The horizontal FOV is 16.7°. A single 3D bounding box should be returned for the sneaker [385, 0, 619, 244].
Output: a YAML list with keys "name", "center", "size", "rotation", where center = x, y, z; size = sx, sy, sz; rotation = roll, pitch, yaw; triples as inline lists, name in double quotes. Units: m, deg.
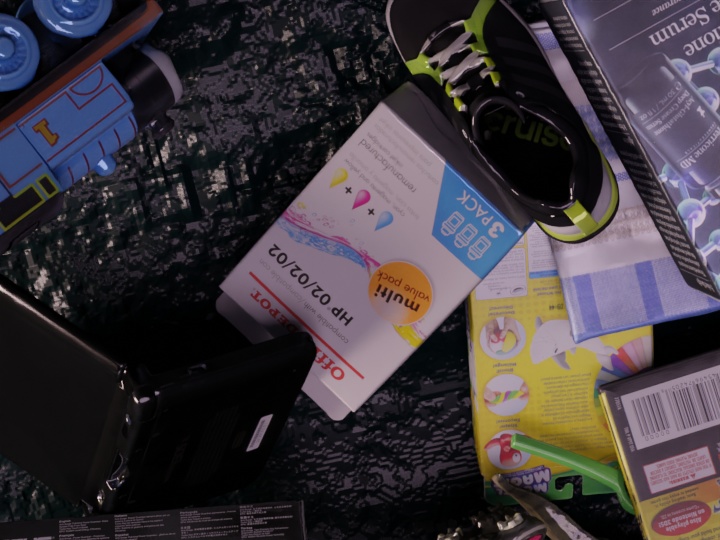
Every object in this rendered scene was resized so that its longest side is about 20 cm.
- name: "sneaker"
  center: [0.082, -0.102, 1.411]
  size: [0.072, 0.083, 0.200]
  rotation: [-42, 71, 8]

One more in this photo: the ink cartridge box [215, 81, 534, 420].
- name: "ink cartridge box"
  center: [0.000, 0.000, 1.473]
  size: [0.115, 0.068, 0.200]
  rotation: [43, 113, 1]

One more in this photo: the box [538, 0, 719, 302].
- name: "box"
  center: [0.216, -0.104, 1.407]
  size: [0.148, 0.107, 0.200]
  rotation: [-29, 96, 0]

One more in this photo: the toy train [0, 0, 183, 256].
- name: "toy train"
  center: [-0.190, -0.090, 1.405]
  size: [0.200, 0.087, 0.114]
  rotation: [-39, 93, -22]

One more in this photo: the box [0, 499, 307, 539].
- name: "box"
  center: [-0.130, 0.224, 1.561]
  size: [0.199, 0.048, 0.193]
  rotation: [-4, 136, -2]

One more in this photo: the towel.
- name: "towel"
  center: [0.177, -0.067, 1.473]
  size: [0.146, 0.024, 0.201]
  rotation: [-12, 95, -1]

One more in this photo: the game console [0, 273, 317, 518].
- name: "game console"
  center: [-0.141, 0.068, 1.490]
  size: [0.175, 0.117, 0.200]
  rotation: [-17, 157, -22]

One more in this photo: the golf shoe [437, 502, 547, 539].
- name: "golf shoe"
  center: [0.033, 0.220, 1.495]
  size: [0.199, 0.077, 0.088]
  rotation: [-23, 101, -8]

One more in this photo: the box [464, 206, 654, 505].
- name: "box"
  center: [0.126, 0.051, 1.543]
  size: [0.117, 0.048, 0.201]
  rotation: [-5, 111, -2]

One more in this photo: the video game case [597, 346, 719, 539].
- name: "video game case"
  center: [0.267, 0.128, 1.513]
  size: [0.199, 0.026, 0.181]
  rotation: [-18, 87, 1]

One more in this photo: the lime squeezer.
- name: "lime squeezer"
  center: [0.175, 0.149, 1.562]
  size: [0.070, 0.038, 0.200]
  rotation: [0, 146, 41]

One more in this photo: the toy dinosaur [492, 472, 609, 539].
- name: "toy dinosaur"
  center: [0.141, 0.195, 1.585]
  size: [0.200, 0.048, 0.088]
  rotation: [35, 136, -17]
